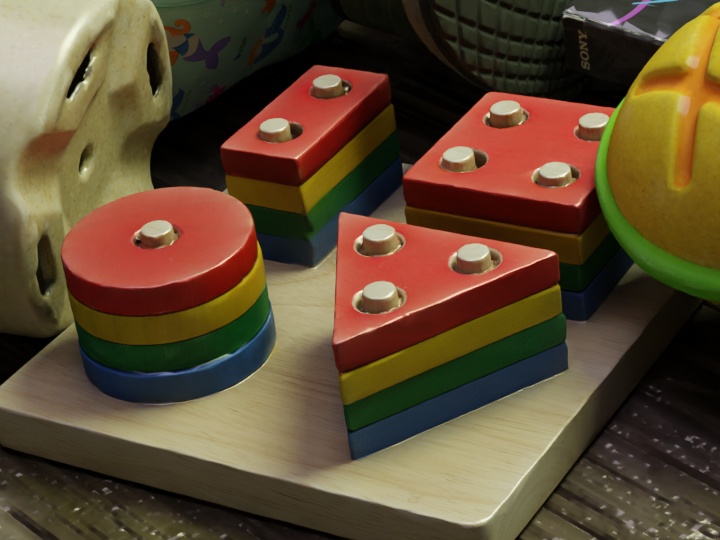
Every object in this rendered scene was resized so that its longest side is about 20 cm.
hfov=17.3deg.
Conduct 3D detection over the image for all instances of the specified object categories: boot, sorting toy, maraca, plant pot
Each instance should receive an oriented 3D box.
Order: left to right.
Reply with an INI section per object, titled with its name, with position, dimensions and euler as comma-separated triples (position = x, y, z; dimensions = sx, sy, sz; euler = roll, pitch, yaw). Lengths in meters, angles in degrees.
[plant pot]
position = -0.178, -0.060, 0.886
dimensions = 0.183, 0.201, 0.201
euler = 13, 36, 14
[sorting toy]
position = 0.000, 0.000, 0.835
dimensions = 0.200, 0.070, 0.199
euler = 11, 36, 29
[boot]
position = 0.037, -0.105, 0.958
dimensions = 0.131, 0.068, 0.200
euler = 12, 3, 33
[maraca]
position = 0.176, -0.049, 0.780
dimensions = 0.200, 0.107, 0.137
euler = -18, 48, 1

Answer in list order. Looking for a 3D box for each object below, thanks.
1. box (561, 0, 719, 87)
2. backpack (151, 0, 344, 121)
[box]
position = 0.186, -0.133, 0.922
dimensions = 0.143, 0.036, 0.200
euler = 20, 53, 26
[backpack]
position = -0.100, -0.156, 1.016
dimensions = 0.177, 0.151, 0.200
euler = 35, 48, 17
